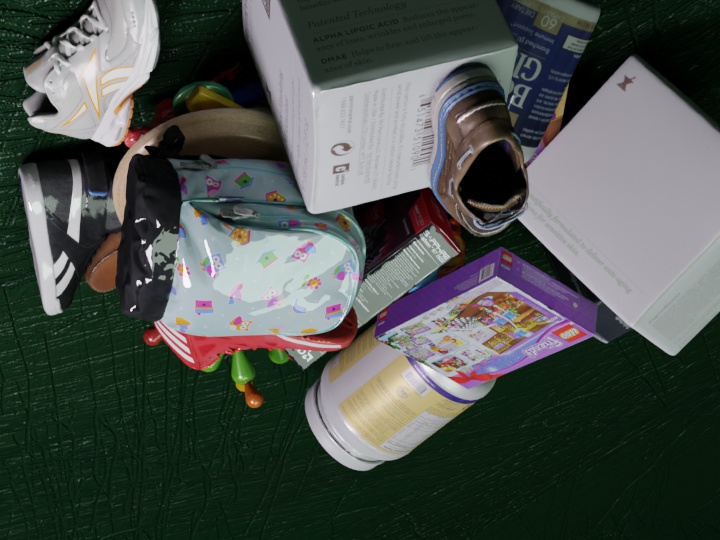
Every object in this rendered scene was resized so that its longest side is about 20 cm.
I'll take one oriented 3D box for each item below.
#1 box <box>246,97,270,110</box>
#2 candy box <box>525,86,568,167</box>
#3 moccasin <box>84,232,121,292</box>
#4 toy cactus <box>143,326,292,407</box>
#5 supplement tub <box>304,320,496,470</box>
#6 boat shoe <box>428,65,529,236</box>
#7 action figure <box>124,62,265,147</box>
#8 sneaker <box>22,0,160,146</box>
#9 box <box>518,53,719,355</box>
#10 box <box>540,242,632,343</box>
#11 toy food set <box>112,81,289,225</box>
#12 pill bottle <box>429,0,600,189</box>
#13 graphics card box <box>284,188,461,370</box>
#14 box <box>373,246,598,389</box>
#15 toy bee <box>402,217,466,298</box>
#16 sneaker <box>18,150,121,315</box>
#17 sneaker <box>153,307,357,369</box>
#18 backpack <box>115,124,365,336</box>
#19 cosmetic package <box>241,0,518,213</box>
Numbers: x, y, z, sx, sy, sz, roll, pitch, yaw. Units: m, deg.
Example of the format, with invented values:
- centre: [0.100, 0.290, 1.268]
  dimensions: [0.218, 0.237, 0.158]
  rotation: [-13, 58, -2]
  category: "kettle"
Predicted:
- centre: [-0.027, -0.125, 1.495]
  dimensions: [0.199, 0.069, 0.082]
  rotation: [-15, 149, -10]
  category: "box"
- centre: [0.133, -0.146, 1.569]
  dimensions: [0.116, 0.057, 0.200]
  rotation: [-15, 148, -10]
  category: "candy box"
- centre: [-0.175, -0.020, 1.558]
  dimensions: [0.200, 0.078, 0.074]
  rotation: [-18, 152, 10]
  category: "moccasin"
- centre: [-0.120, 0.057, 1.724]
  dimensions: [0.165, 0.103, 0.199]
  rotation: [-45, 134, 19]
  category: "toy cactus"
- centre: [0.045, 0.129, 1.868]
  dimensions: [0.145, 0.146, 0.200]
  rotation: [14, 136, -44]
  category: "supplement tub"
- centre: [0.093, -0.071, 1.252]
  dimensions: [0.072, 0.073, 0.200]
  rotation: [-22, 151, 0]
  category: "boat shoe"
- centre: [-0.112, -0.141, 1.425]
  dimensions: [0.199, 0.066, 0.052]
  rotation: [-17, 172, -8]
  category: "action figure"
- centre: [-0.221, -0.172, 1.304]
  dimensions: [0.091, 0.076, 0.200]
  rotation: [1, 143, -24]
  category: "sneaker"
- centre: [0.291, -0.061, 1.594]
  dimensions: [0.200, 0.199, 0.171]
  rotation: [-47, 153, 7]
  category: "box"
- centre: [0.305, -0.039, 1.752]
  dimensions: [0.199, 0.149, 0.104]
  rotation: [-30, 149, 18]
  category: "box"
- centre: [-0.116, -0.073, 1.412]
  dimensions: [0.199, 0.049, 0.198]
  rotation: [26, 127, -32]
  category: "toy food set"
- centre: [0.119, -0.161, 1.409]
  dimensions: [0.111, 0.111, 0.201]
  rotation: [10, 111, -41]
  category: "pill bottle"
- centre: [0.000, 0.000, 1.614]
  dimensions: [0.200, 0.126, 0.051]
  rotation: [-38, 114, 12]
  category: "graphics card box"
- centre: [0.127, 0.053, 1.669]
  dimensions: [0.136, 0.039, 0.200]
  rotation: [30, 144, -27]
  category: "box"
- centre: [0.071, -0.004, 1.735]
  dimensions: [0.199, 0.109, 0.131]
  rotation: [17, 147, -9]
  category: "toy bee"
- centre: [-0.251, -0.031, 1.507]
  dimensions: [0.111, 0.073, 0.200]
  rotation: [-11, 147, -12]
  category: "sneaker"
- centre: [-0.104, 0.050, 1.543]
  dimensions: [0.199, 0.079, 0.116]
  rotation: [19, 144, 2]
  category: "sneaker"
- centre: [-0.097, -0.019, 1.345]
  dimensions: [0.199, 0.127, 0.168]
  rotation: [2, 133, -16]
  category: "backpack"
- centre: [0.008, -0.185, 1.287]
  dimensions: [0.164, 0.201, 0.165]
  rotation: [-14, 149, -12]
  category: "cosmetic package"
